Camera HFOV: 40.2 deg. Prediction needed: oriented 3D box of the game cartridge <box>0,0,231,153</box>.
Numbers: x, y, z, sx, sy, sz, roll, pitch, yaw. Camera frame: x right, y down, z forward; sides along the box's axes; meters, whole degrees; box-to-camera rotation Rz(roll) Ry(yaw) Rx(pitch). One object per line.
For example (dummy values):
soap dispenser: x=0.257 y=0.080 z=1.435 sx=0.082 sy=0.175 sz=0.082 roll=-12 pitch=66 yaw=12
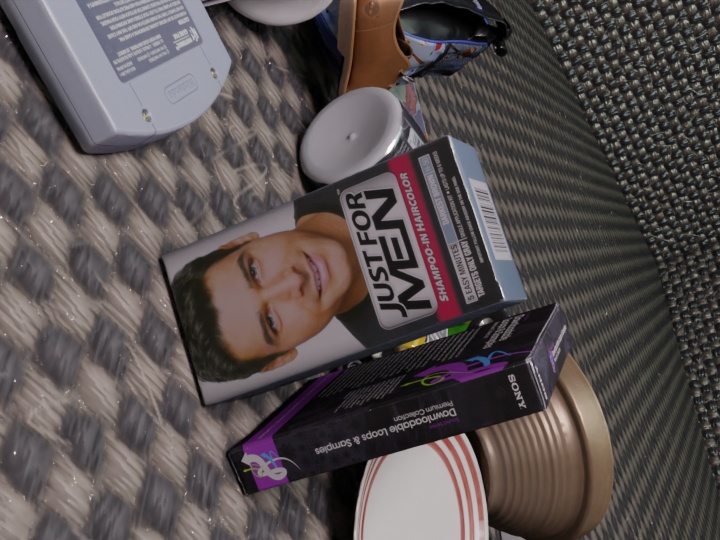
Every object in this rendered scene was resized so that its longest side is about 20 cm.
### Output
game cartridge: x=-0.150 y=-0.151 z=0.639 sx=0.200 sy=0.041 sz=0.134 roll=-60 pitch=130 yaw=-64

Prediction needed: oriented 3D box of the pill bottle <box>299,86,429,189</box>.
pill bottle: x=0.036 y=-0.069 z=0.917 sx=0.200 sy=0.106 sz=0.107 roll=46 pitch=31 yaw=-46

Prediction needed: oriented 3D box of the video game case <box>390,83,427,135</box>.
video game case: x=0.037 y=-0.175 z=1.129 sx=0.182 sy=0.023 sz=0.201 roll=30 pitch=43 yaw=-59

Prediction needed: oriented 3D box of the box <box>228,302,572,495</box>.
box: x=0.032 y=0.080 z=0.635 sx=0.036 sy=0.199 sz=0.143 roll=67 pitch=21 yaw=-4

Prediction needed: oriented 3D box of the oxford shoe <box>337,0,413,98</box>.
oxford shoe: x=0.012 y=-0.184 z=0.924 sx=0.200 sy=0.071 sz=0.072 roll=95 pitch=-3 yaw=-52

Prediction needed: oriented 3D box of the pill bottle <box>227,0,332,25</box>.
pill bottle: x=-0.070 y=-0.321 z=0.881 sx=0.114 sy=0.114 sz=0.201 roll=50 pitch=28 yaw=-40

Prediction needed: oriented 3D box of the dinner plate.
dinner plate: x=0.044 y=0.203 z=0.747 sx=0.200 sy=0.024 sz=0.201 roll=21 pitch=65 yaw=-54

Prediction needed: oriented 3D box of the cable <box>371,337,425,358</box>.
cable: x=0.050 y=-0.006 z=0.836 sx=0.097 sy=0.050 sz=0.200 roll=61 pitch=35 yaw=-25

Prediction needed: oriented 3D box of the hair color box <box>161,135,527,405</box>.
hair color box: x=-0.013 y=0.004 z=0.596 sx=0.061 sy=0.199 sz=0.099 roll=1 pitch=69 yaw=-68

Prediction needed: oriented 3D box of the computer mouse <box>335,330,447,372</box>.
computer mouse: x=0.031 y=0.082 z=0.854 sx=0.110 sy=0.044 sz=0.200 roll=57 pitch=29 yaw=-17

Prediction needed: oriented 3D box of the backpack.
backpack: x=0.027 y=-0.282 z=1.009 sx=0.190 sy=0.154 sz=0.201 roll=-10 pitch=69 yaw=-54

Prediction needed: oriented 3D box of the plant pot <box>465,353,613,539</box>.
plant pot: x=0.123 y=0.154 z=0.878 sx=0.092 sy=0.201 sz=0.202 roll=-11 pitch=78 yaw=-27

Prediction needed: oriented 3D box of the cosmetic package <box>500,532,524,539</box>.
cosmetic package: x=0.184 y=0.290 z=1.016 sx=0.083 sy=0.050 sz=0.201 roll=47 pitch=30 yaw=-46

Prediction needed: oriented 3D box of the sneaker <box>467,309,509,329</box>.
sneaker: x=0.175 y=0.144 z=1.094 sx=0.115 sy=0.075 sz=0.201 roll=52 pitch=24 yaw=-33

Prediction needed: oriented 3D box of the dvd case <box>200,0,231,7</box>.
dvd case: x=-0.075 y=-0.292 z=0.765 sx=0.016 sy=0.199 sz=0.149 roll=142 pitch=-71 yaw=-75

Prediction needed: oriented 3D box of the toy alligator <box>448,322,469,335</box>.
toy alligator: x=0.087 y=0.028 z=1.028 sx=0.054 sy=0.059 sz=0.200 roll=22 pitch=33 yaw=-4
